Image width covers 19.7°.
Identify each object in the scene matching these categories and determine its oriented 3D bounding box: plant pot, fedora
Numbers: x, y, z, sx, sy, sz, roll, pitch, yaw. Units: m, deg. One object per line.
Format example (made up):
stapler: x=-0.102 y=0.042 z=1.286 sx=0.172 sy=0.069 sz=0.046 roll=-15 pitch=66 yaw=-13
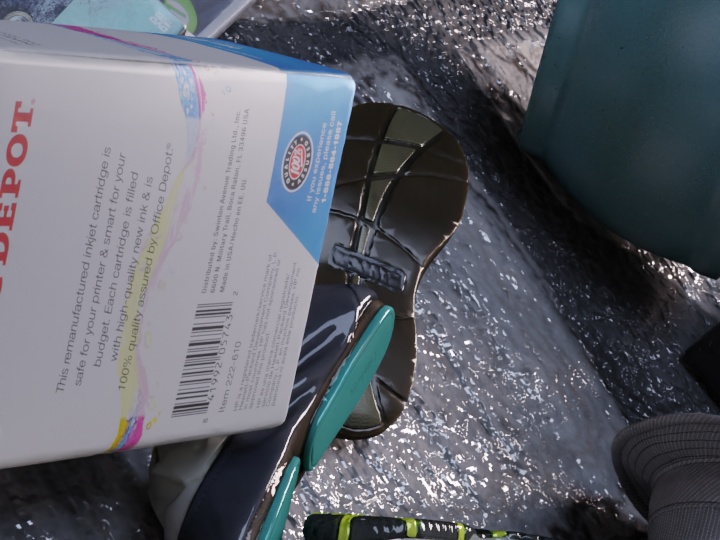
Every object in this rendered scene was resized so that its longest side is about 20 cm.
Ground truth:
plant pot: x=0.168 y=-0.109 z=1.189 sx=0.134 sy=0.201 sz=0.200 roll=17 pitch=35 yaw=5
fedora: x=0.198 y=0.157 z=0.979 sx=0.200 sy=0.177 sz=0.090 roll=32 pitch=65 yaw=-18

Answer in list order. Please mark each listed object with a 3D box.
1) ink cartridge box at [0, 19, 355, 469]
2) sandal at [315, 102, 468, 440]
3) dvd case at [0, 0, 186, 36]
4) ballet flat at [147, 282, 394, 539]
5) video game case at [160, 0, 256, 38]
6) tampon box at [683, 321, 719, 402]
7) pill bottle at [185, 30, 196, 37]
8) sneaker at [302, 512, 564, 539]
ink cartridge box: x=-0.104 y=-0.013 z=0.741 sx=0.085 sy=0.145 sz=0.200 roll=20 pitch=13 yaw=33
sandal: x=0.000 y=0.000 z=0.999 sx=0.082 sy=0.055 sz=0.200 roll=24 pitch=53 yaw=-20
dvd case: x=-0.182 y=-0.067 z=0.790 sx=0.146 sy=0.022 sz=0.200 roll=41 pitch=74 yaw=-7
ballet flat: x=-0.047 y=0.075 z=0.856 sx=0.073 sy=0.073 sz=0.200 roll=38 pitch=46 yaw=-12
video game case: x=-0.136 y=-0.187 z=1.068 sx=0.182 sy=0.023 sz=0.200 roll=43 pitch=34 yaw=-5
tampon box: x=0.314 y=0.030 z=1.211 sx=0.126 sy=0.150 sz=0.200 roll=51 pitch=34 yaw=10
pill bottle: x=-0.117 y=-0.066 z=0.885 sx=0.200 sy=0.109 sz=0.109 roll=36 pitch=35 yaw=-13
sneaker: x=0.044 y=0.147 z=0.887 sx=0.200 sy=0.075 sz=0.077 roll=13 pitch=79 yaw=-46
